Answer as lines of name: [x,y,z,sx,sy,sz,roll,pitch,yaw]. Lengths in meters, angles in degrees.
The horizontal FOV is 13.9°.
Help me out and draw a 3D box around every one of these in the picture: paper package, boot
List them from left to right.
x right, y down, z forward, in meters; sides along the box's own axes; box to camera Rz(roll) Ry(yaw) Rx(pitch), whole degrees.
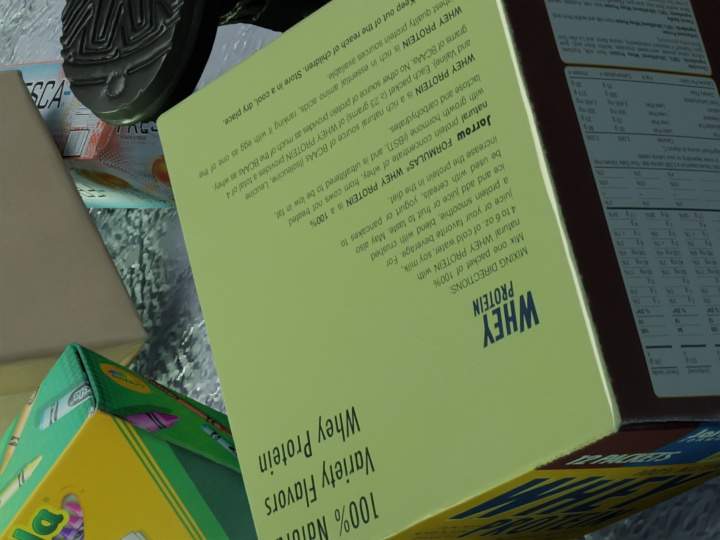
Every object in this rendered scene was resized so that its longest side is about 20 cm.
paper package: [-0.233,0.004,1.510,0.200,0.190,0.104,61,146,33]
boot: [-0.058,-0.130,1.441,0.079,0.158,0.212,-19,48,35]

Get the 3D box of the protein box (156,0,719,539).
protein box: [0.050,-0.003,1.141,0.198,0.134,0.201,-30,69,42]

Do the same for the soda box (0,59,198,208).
soda box: [-0.159,-0.075,1.635,0.200,0.068,0.064,3,69,56]

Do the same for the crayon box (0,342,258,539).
crayon box: [-0.137,0.143,1.390,0.200,0.118,0.058,-53,32,17]
